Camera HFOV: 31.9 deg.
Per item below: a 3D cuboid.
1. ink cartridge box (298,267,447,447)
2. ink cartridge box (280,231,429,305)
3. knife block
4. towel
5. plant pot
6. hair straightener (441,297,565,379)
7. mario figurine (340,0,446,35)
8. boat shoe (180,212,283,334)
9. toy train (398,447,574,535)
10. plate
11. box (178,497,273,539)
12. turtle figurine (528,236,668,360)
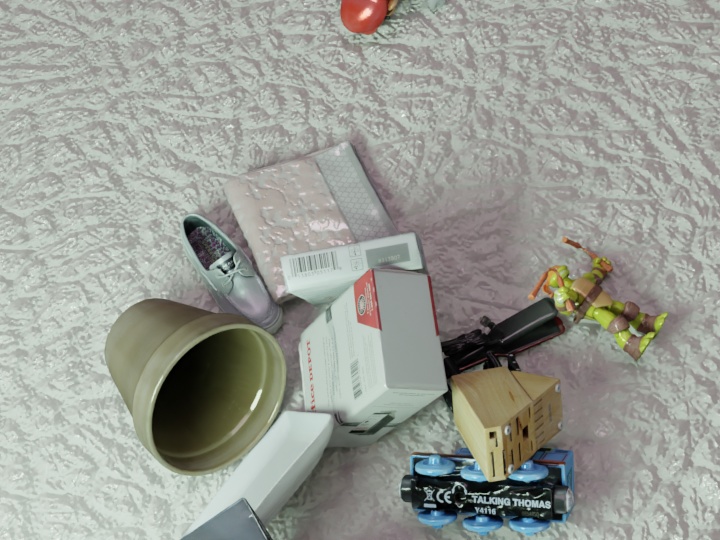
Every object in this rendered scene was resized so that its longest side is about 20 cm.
[{"bbox_3d":[0.010,0.106,1.462,0.083,0.200,0.147,6,63,-27],"label":"ink cartridge box"},{"bbox_3d":[0.000,0.000,1.525,0.162,0.200,0.057,-11,87,5],"label":"ink cartridge box"},{"bbox_3d":[0.132,0.156,1.429,0.175,0.064,0.200,6,22,36],"label":"knife block"},{"bbox_3d":[-0.061,-0.070,1.660,0.190,0.032,0.200,-21,59,-10],"label":"towel"},{"bbox_3d":[-0.217,0.121,1.529,0.200,0.200,0.173,-46,46,-14],"label":"plant pot"},{"bbox_3d":[0.148,0.078,1.529,0.199,0.077,0.041,-20,42,3],"label":"hair straightener"},{"bbox_3d":[0.044,-0.405,1.824,0.200,0.106,0.123,-45,26,-25],"label":"mario figurine"},{"bbox_3d":[-0.175,0.003,1.634,0.070,0.072,0.201,-37,63,-11],"label":"boat shoe"},{"bbox_3d":[0.146,0.244,1.418,0.199,0.114,0.087,0,98,21],"label":"toy train"},{"bbox_3d":[-0.113,0.248,1.446,0.032,0.200,0.200,42,74,-11],"label":"plate"},{"bbox_3d":[-0.099,0.368,1.266,0.123,0.200,0.199,-31,60,-9],"label":"box"},{"bbox_3d":[0.278,0.042,1.505,0.161,0.200,0.065,35,118,14],"label":"turtle figurine"}]
